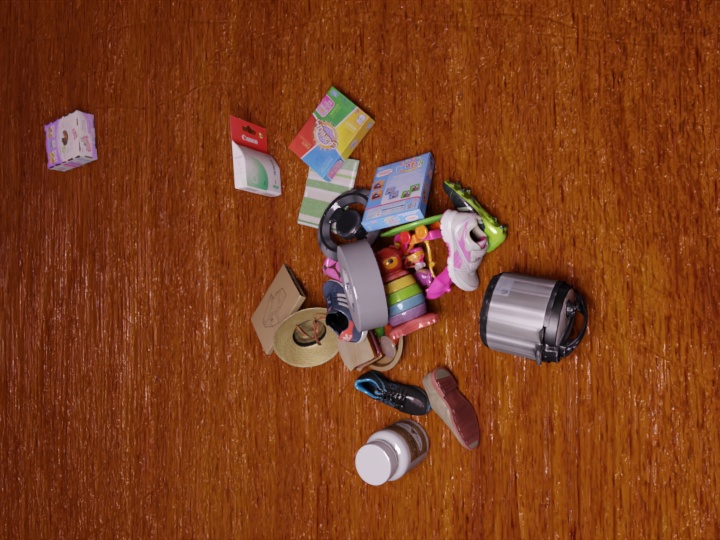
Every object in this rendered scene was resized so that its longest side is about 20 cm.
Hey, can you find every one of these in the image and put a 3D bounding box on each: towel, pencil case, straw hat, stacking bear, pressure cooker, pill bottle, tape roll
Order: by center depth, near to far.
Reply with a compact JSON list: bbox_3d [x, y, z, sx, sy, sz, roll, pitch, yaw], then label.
[{"bbox_3d":[0.365,0.101,1.171,0.199,0.178,0.177,10,91,30],"label":"pressure cooker"},{"bbox_3d":[0.003,0.034,1.265,0.066,0.200,0.202,-13,81,-7],"label":"tape roll"},{"bbox_3d":[0.085,0.043,1.298,0.121,0.114,0.201,-22,86,-5],"label":"stacking bear"},{"bbox_3d":[0.074,0.426,1.320,0.114,0.200,0.115,0,90,29],"label":"pill bottle"},{"bbox_3d":[0.000,0.000,1.432,0.199,0.091,0.094,20,105,30],"label":"pencil case"},{"bbox_3d":[-0.137,0.156,1.504,0.201,0.200,0.085,-50,29,20],"label":"straw hat"},{"bbox_3d":[-0.088,-0.209,1.521,0.152,0.023,0.201,16,96,28],"label":"towel"}]

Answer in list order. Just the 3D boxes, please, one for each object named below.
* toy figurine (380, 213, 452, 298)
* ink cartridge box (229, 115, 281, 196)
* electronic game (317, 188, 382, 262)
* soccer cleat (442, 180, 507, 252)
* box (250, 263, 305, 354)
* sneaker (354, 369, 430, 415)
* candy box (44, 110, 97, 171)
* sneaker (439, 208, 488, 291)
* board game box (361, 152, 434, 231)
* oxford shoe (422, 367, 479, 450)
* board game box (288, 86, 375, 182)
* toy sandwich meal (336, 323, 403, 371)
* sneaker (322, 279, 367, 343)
[{"bbox_3d":[0.147,-0.022,1.338,0.199,0.150,0.185,-14,92,49],"label":"toy figurine"},{"bbox_3d":[-0.286,-0.315,1.554,0.050,0.161,0.202,-4,87,27],"label":"ink cartridge box"},{"bbox_3d":[-0.027,-0.116,1.428,0.199,0.042,0.201,-14,63,29],"label":"electronic game"},{"bbox_3d":[0.251,-0.127,1.304,0.200,0.067,0.081,49,120,19],"label":"soccer cleat"},{"bbox_3d":[-0.231,0.106,1.560,0.201,0.021,0.164,-57,38,17],"label":"box"},{"bbox_3d":[0.076,0.310,1.388,0.199,0.082,0.074,16,98,28],"label":"sneaker"},{"bbox_3d":[-1.051,-0.466,2.042,0.199,0.071,0.169,-9,85,30],"label":"candy box"},{"bbox_3d":[0.243,-0.042,1.261,0.088,0.081,0.201,1,121,35],"label":"sneaker"},{"bbox_3d":[0.092,-0.189,1.343,0.150,0.037,0.201,-11,46,29],"label":"board game box"},{"bbox_3d":[0.213,0.329,1.331,0.075,0.070,0.201,-40,70,51],"label":"oxford shoe"},{"bbox_3d":[-0.078,-0.359,1.490,0.153,0.040,0.200,44,103,24],"label":"board game box"},{"bbox_3d":[0.020,0.165,1.403,0.204,0.070,0.207,11,105,46],"label":"toy sandwich meal"},{"bbox_3d":[-0.060,0.094,1.381,0.200,0.084,0.075,54,126,39],"label":"sneaker"}]
